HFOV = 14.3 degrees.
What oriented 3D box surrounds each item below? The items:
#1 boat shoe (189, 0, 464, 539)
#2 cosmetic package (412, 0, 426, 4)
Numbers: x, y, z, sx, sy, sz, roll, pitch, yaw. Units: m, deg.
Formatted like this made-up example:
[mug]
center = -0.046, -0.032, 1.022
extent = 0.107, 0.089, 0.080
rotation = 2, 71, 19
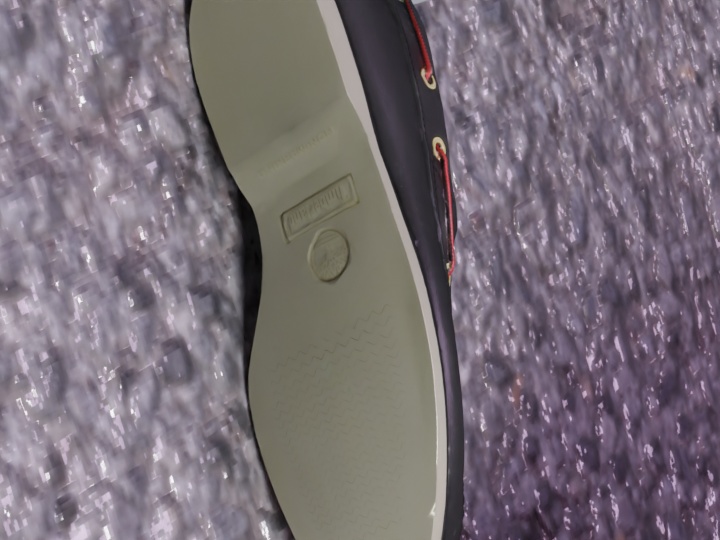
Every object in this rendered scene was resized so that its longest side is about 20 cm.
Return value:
[boat shoe]
center = 0.002, -0.001, 0.861
extent = 0.063, 0.073, 0.203
rotation = 2, 72, -51
[cosmetic package]
center = 0.059, -0.180, 1.034
extent = 0.200, 0.074, 0.102
rotation = -48, 120, -57
